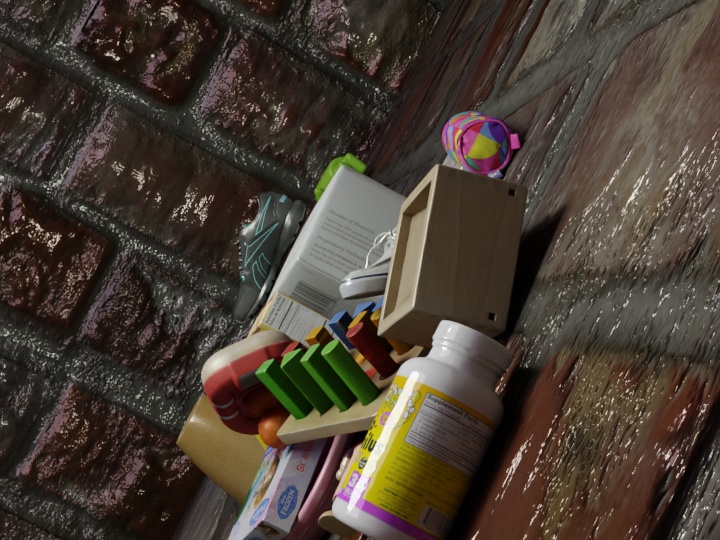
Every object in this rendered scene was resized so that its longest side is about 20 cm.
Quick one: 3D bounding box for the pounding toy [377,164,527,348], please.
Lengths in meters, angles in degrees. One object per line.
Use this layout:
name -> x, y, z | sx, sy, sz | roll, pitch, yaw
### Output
pounding toy -> 0.113, -0.010, 1.287 | 0.200, 0.141, 0.185 | 132, 150, -72

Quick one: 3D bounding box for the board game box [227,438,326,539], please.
board game box -> -0.110, 0.288, 1.596 | 0.200, 0.041, 0.200 | -52, 13, 52

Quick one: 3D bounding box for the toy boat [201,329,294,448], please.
toy boat -> -0.124, 0.172, 1.543 | 0.130, 0.131, 0.200 | -25, -22, -8

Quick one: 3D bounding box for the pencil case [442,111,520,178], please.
pencil case -> 0.166, -0.180, 1.668 | 0.089, 0.088, 0.200 | -61, 9, 8

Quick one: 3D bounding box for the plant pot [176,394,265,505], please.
plant pot -> -0.203, 0.297, 2.004 | 0.187, 0.199, 0.186 | -61, 6, 11

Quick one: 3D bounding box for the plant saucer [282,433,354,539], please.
plant saucer -> -0.051, 0.282, 1.572 | 0.201, 0.051, 0.201 | -60, 8, 14

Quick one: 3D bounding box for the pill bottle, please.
pill bottle -> 0.061, 0.149, 1.053 | 0.201, 0.104, 0.104 | -63, 7, -11

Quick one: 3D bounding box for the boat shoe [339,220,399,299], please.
boat shoe -> 0.055, -0.024, 1.392 | 0.075, 0.201, 0.087 | -21, 84, 60

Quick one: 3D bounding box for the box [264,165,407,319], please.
box -> 0.000, 0.000, 1.675 | 0.172, 0.199, 0.199 | -67, 7, -29

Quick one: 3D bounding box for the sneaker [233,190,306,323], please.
sneaker -> -0.148, -0.021, 1.728 | 0.075, 0.079, 0.201 | -114, 48, -86

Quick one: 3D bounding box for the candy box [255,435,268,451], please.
candy box -> -0.149, 0.251, 1.841 | 0.026, 0.201, 0.102 | -34, 7, -4

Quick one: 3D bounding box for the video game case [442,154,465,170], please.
video game case -> 0.140, -0.139, 1.937 | 0.144, 0.018, 0.200 | -61, 7, 6

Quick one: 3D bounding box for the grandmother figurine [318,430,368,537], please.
grandmother figurine -> 0.013, 0.206, 1.366 | 0.121, 0.061, 0.201 | -22, 32, 33

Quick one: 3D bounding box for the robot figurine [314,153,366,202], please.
robot figurine -> -0.056, -0.239, 3.324 | 0.176, 0.115, 0.200 | -56, 1, -39

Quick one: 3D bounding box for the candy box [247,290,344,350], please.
candy box -> -0.048, 0.107, 1.605 | 0.056, 0.199, 0.115 | -64, 7, -20

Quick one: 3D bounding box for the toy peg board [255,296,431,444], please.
toy peg board -> -0.012, 0.094, 1.417 | 0.200, 0.098, 0.199 | -19, 26, 49
